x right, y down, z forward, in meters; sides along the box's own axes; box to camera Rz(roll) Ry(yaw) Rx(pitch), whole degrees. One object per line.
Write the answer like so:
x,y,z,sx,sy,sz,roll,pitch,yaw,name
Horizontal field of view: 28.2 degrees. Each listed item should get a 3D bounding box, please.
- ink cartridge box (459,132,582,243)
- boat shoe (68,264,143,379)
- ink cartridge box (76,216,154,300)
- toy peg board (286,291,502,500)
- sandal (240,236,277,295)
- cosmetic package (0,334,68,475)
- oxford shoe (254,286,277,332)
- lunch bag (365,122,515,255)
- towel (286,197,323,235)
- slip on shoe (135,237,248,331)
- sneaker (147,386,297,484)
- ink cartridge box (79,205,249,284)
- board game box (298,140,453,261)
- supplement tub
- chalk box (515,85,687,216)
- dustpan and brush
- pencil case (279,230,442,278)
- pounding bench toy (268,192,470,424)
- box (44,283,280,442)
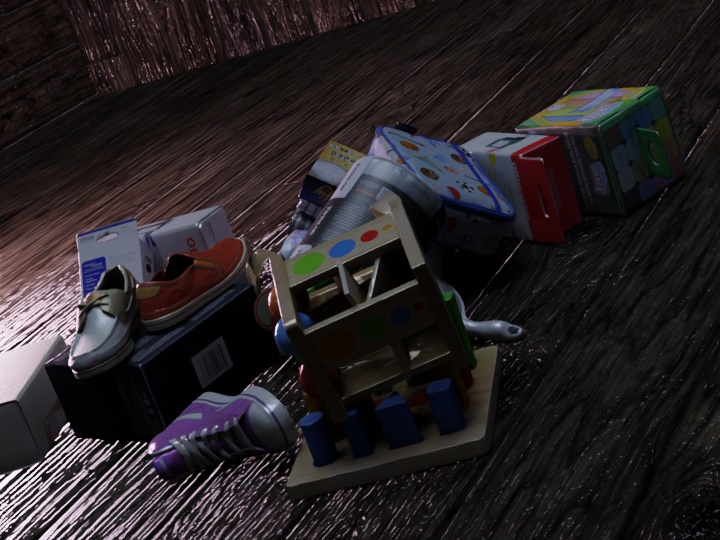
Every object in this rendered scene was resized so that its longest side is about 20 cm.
0.204,-0.105,1.788,0.067,0.117,0.200,-26,19,-24,ink cartridge box
-0.293,0.057,1.620,0.074,0.069,0.200,-18,19,10,boat shoe
-0.313,0.040,1.859,0.099,0.202,0.039,-14,-17,22,ink cartridge box
0.025,0.112,1.395,0.198,0.098,0.199,-17,18,16,toy peg board
-0.116,0.012,1.892,0.069,0.078,0.212,-17,26,4,sandal
-0.420,0.167,1.758,0.103,0.088,0.200,-16,17,11,cosmetic package
-0.019,0.046,1.662,0.198,0.071,0.075,4,-8,10,oxford shoe
0.095,-0.101,1.724,0.159,0.076,0.200,12,28,-25,lunch bag
0.002,-0.071,1.856,0.164,0.086,0.200,24,25,1,towel
-0.196,0.002,1.686,0.074,0.062,0.200,-10,19,34,slip on shoe
-0.147,0.179,1.452,0.114,0.073,0.200,-37,12,-31,sneaker
-0.258,0.010,1.930,0.198,0.146,0.083,-13,15,25,ink cartridge box
0.033,-0.089,1.775,0.199,0.035,0.136,24,26,2,board game box
-0.004,-0.013,1.546,0.122,0.123,0.201,4,54,53,supplement tub
0.315,-0.150,1.783,0.123,0.125,0.199,-31,21,-29,chalk box
0.083,0.055,1.554,0.199,0.057,0.140,-2,52,40,dustpan and brush
0.000,0.000,1.710,0.198,0.092,0.083,4,8,25,pencil case
-0.007,0.021,1.365,0.155,0.125,0.200,-24,33,4,pounding bench toy
-0.231,0.107,1.689,0.181,0.105,0.200,-2,26,42,box
